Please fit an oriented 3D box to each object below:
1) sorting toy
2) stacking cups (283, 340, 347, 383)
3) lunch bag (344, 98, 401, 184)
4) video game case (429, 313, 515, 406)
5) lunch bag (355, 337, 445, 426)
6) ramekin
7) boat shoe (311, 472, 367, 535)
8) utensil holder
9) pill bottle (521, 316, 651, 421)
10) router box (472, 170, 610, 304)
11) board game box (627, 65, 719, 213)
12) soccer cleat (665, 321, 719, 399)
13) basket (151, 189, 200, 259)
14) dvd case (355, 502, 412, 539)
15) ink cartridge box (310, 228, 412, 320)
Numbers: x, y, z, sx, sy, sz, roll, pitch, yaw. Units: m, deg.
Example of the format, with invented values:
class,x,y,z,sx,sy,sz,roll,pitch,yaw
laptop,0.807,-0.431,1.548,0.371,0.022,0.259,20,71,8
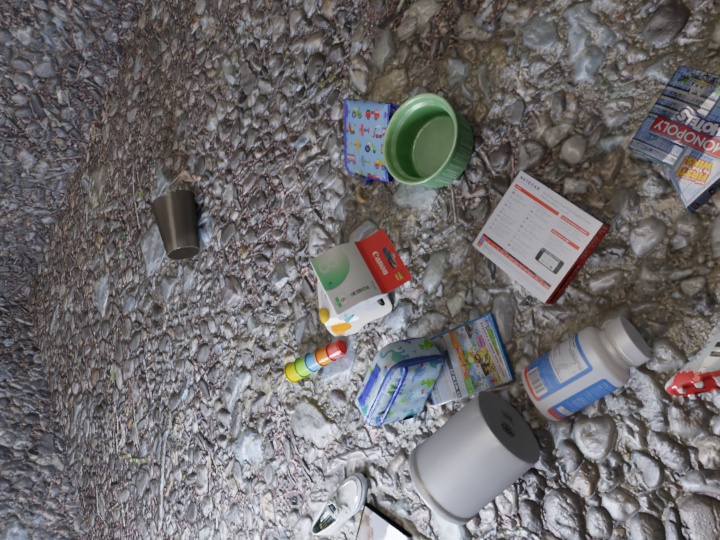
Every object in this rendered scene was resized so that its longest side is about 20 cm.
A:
class,x,y,z,sx,sy,sz,roll,pitch,yaw
sorting toy,-0.009,0.052,1.332,0.178,0.107,0.203,-11,78,21
stacking cups,-0.118,0.241,1.415,0.199,0.060,0.061,-30,67,35
lunch bag,0.028,-0.315,1.337,0.150,0.094,0.203,20,108,38
video game case,0.220,0.194,1.148,0.199,0.018,0.145,-30,66,36
lunch bag,0.081,0.242,1.151,0.083,0.159,0.201,53,132,41
ramekin,0.156,-0.283,1.204,0.198,0.097,0.203,-6,81,41
boat shoe,-0.053,0.583,1.314,0.073,0.066,0.201,41,112,36
utensil holder,0.218,0.358,1.033,0.200,0.169,0.171,-50,56,24
pill bottle,0.393,0.169,0.935,0.200,0.112,0.113,-42,60,30
router box,0.344,-0.066,1.045,0.200,0.049,0.181,46,115,35
board game box,0.548,-0.209,0.872,0.200,0.061,0.201,41,111,36
soccer cleat,0.559,0.128,0.828,0.200,0.068,0.086,-49,32,37
basket,-0.639,-0.151,1.876,0.179,0.135,0.202,-25,72,31
dvd case,0.039,0.674,1.255,0.142,0.017,0.202,18,98,41
ink cartridge box,0.000,0.000,1.276,0.199,0.050,0.162,-30,66,2
